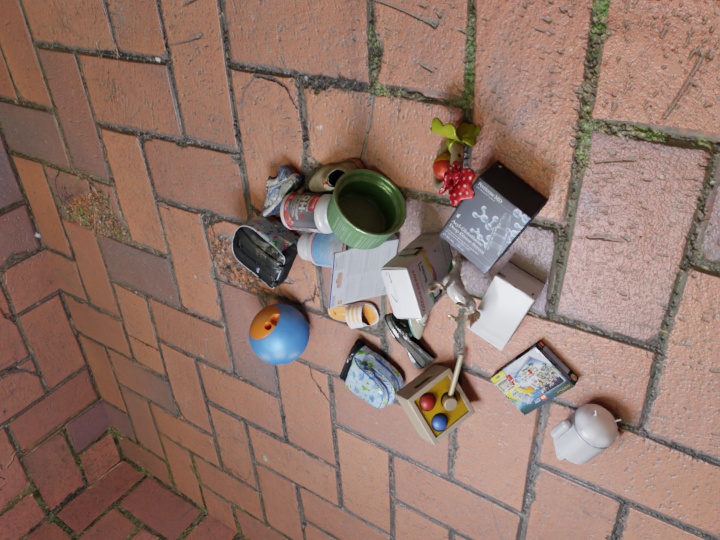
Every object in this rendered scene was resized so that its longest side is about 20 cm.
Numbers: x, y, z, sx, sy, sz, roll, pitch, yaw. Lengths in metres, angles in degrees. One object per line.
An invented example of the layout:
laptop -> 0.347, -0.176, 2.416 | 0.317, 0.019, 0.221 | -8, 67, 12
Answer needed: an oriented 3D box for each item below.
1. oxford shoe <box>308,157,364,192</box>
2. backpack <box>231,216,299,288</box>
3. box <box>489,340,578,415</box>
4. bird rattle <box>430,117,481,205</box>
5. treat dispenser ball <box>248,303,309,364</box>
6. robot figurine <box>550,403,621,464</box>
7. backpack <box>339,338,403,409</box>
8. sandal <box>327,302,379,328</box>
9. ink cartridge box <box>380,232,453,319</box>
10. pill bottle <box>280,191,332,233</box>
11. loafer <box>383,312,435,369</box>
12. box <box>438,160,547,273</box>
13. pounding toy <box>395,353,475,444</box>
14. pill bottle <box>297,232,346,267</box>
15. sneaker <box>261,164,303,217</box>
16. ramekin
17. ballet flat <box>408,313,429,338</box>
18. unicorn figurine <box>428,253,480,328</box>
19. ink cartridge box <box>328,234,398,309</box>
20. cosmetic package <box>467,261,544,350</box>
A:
oxford shoe -> -0.083, -0.251, 1.680 | 0.199, 0.075, 0.071 | -18, 106, 45
backpack -> -0.295, -0.068, 1.925 | 0.200, 0.151, 0.178 | 34, 132, 7
box -> 0.452, 0.285, 1.630 | 0.137, 0.038, 0.200 | 45, 137, 5
bird rattle -> 0.210, -0.236, 1.399 | 0.163, 0.112, 0.201 | 136, 133, -72
treat dispenser ball -> -0.269, 0.211, 2.055 | 0.200, 0.201, 0.202 | 21, 130, 28
robot figurine -> 0.568, 0.413, 1.566 | 0.169, 0.113, 0.200 | 11, 136, -15
backpack -> 0.037, 0.339, 1.951 | 0.199, 0.154, 0.164 | 27, 127, 6
sandal -> -0.032, 0.146, 1.920 | 0.206, 0.059, 0.080 | -3, 116, 41
ink cartridge box -> 0.153, 0.012, 1.573 | 0.084, 0.200, 0.145 | 0, 118, 40
pill bottle -> -0.120, -0.162, 1.746 | 0.199, 0.111, 0.111 | 8, 123, 36
loafer -> 0.146, 0.197, 1.814 | 0.063, 0.072, 0.200 | -29, 105, 26
box -> 0.302, -0.120, 1.429 | 0.148, 0.107, 0.200 | 41, 135, 11
pounding toy -> 0.230, 0.359, 1.771 | 0.185, 0.200, 0.142 | 59, 164, -9
pill bottle -> -0.082, -0.063, 1.783 | 0.199, 0.109, 0.109 | 7, 122, 36
sneaker -> -0.243, -0.237, 1.836 | 0.085, 0.077, 0.200 | 54, 130, 10
ramekin -> 0.009, -0.151, 1.590 | 0.200, 0.200, 0.098 | 45, 144, 5
ballet flat -> 0.157, 0.101, 1.735 | 0.069, 0.069, 0.201 | -4, 115, 41
unicorn figurine -> 0.236, 0.044, 1.534 | 0.074, 0.137, 0.201 | -24, 86, 41
ink cartridge box -> 0.000, 0.000, 1.701 | 0.041, 0.199, 0.200 | 52, 145, 42
cosmetic package -> 0.360, 0.090, 1.545 | 0.113, 0.081, 0.200 | 36, 134, 15
